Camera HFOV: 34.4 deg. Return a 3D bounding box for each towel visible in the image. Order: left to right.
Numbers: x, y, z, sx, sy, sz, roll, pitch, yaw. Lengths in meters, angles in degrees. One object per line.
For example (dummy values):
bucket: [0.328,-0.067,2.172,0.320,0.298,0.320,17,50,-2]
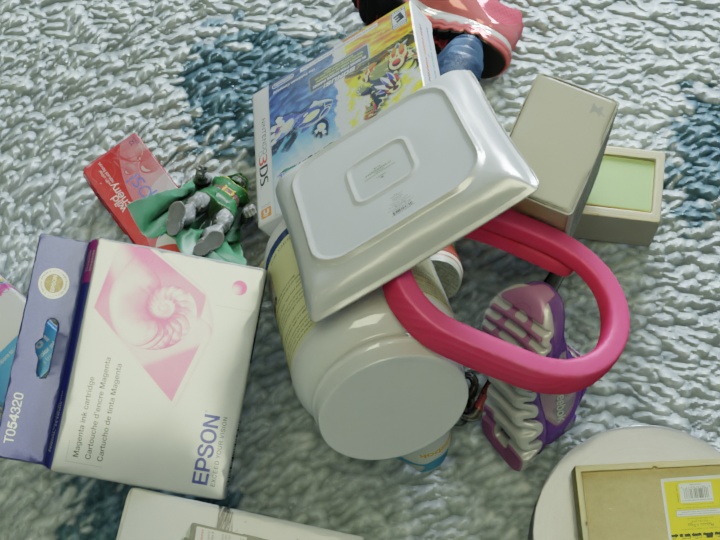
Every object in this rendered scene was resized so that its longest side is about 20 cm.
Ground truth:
towel: [0.064,-0.128,1.138,0.049,0.112,0.200,28,72,-9]

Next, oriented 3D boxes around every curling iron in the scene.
curling iron: [0.142,0.063,1.106,0.050,0.026,0.200,36,76,12]

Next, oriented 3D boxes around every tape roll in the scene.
tape roll: [0.248,0.239,1.013,0.200,0.066,0.200,-2,69,4]

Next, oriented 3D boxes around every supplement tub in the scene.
supplement tub: [0.004,0.043,0.980,0.145,0.145,0.200,-17,44,-2]

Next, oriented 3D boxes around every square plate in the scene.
square plate: [0.023,-0.072,0.928,0.200,0.028,0.198,-31,36,9]

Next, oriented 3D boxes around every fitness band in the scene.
fitness band: [0.115,0.018,0.910,0.200,0.037,0.144,22,51,-3]

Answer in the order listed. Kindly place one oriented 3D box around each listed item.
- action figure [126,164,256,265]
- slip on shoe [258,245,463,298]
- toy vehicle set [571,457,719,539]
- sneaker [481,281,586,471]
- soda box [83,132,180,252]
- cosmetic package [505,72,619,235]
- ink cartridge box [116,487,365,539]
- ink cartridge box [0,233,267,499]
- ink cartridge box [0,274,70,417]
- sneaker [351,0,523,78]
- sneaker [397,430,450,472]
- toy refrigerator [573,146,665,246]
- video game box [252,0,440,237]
action figure: [-0.137,-0.060,1.097,0.118,0.200,0.055,39,107,-7]
slip on shoe: [0.000,0.000,1.126,0.200,0.074,0.061,-5,32,10]
toy vehicle set: [0.283,0.220,0.968,0.200,0.027,0.124,-3,70,3]
sneaker: [0.161,0.084,1.025,0.088,0.200,0.080,-20,43,-21]
soda box: [-0.189,-0.037,1.148,0.070,0.063,0.200,-36,72,-9]
cosmetic package: [0.162,-0.082,0.999,0.071,0.200,0.105,23,82,11]
ink cartridge box: [-0.096,0.252,0.991,0.200,0.146,0.084,11,73,9]
ink cartridge box: [-0.192,0.077,0.971,0.200,0.043,0.197,10,82,-4]
ink cartridge box: [-0.338,0.057,1.080,0.200,0.145,0.085,38,77,16]
sneaker: [0.080,-0.276,1.224,0.200,0.074,0.087,29,61,10]
sneaker: [0.003,0.111,1.073,0.076,0.081,0.200,-35,50,-20]
toy refrigerator: [0.189,-0.081,1.133,0.200,0.070,0.076,8,71,7]
video game box: [-0.014,-0.141,1.114,0.200,0.047,0.182,-27,50,24]
